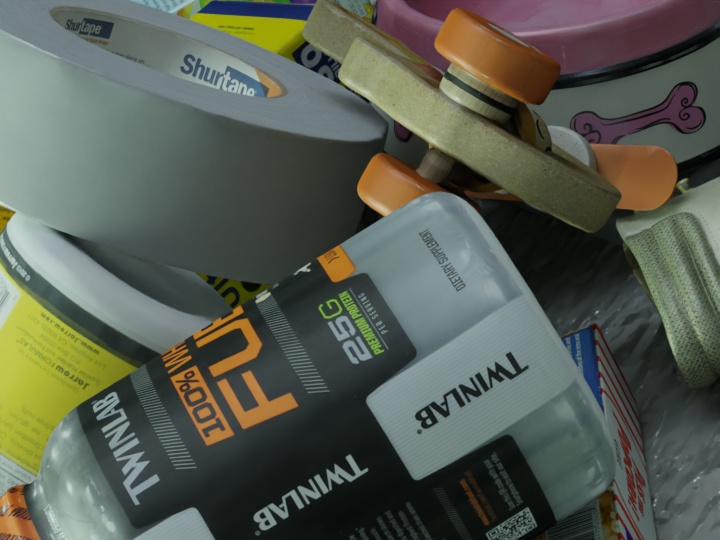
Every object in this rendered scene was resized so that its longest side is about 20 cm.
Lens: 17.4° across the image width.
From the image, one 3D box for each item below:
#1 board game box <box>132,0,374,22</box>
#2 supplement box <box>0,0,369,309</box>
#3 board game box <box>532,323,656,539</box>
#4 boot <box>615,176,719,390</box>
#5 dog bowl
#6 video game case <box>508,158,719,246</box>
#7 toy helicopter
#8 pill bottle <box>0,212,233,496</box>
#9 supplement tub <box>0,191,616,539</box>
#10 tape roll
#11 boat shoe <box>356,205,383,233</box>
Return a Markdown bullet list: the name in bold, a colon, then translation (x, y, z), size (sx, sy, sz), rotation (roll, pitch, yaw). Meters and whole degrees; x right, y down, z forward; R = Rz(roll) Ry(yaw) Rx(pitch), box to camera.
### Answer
- **board game box**: translation (-0.094, -0.117, 1.328), size (0.199, 0.103, 0.105), rotation (-30, 27, -2)
- **supplement box**: translation (-0.088, -0.033, 1.172), size (0.200, 0.109, 0.109), rotation (-43, 30, -24)
- **board game box**: translation (0.012, 0.112, 0.893), size (0.199, 0.046, 0.152), rotation (-22, 28, 15)
- **boot**: translation (0.178, -0.039, 0.965), size (0.154, 0.072, 0.200), rotation (-25, 30, 13)
- **dog bowl**: translation (0.095, -0.112, 1.066), size (0.199, 0.074, 0.200), rotation (-9, 29, 5)
- **video game case**: translation (0.143, -0.088, 1.137), size (0.182, 0.023, 0.200), rotation (-38, 29, -16)
- **toy helicopter**: translation (0.040, -0.065, 0.945), size (0.079, 0.132, 0.200), rotation (-62, 35, 10)
- **pill bottle**: translation (-0.140, 0.081, 0.960), size (0.201, 0.112, 0.112), rotation (-57, 24, 11)
- **supplement tub**: translation (-0.022, 0.071, 0.810), size (0.199, 0.123, 0.123), rotation (-32, 27, -3)
- **tape roll**: translation (-0.090, -0.063, 0.995), size (0.200, 0.199, 0.067), rotation (46, 120, 62)
- **boat shoe**: translation (0.000, 0.000, 1.068), size (0.073, 0.075, 0.200), rotation (-28, 26, 2)
